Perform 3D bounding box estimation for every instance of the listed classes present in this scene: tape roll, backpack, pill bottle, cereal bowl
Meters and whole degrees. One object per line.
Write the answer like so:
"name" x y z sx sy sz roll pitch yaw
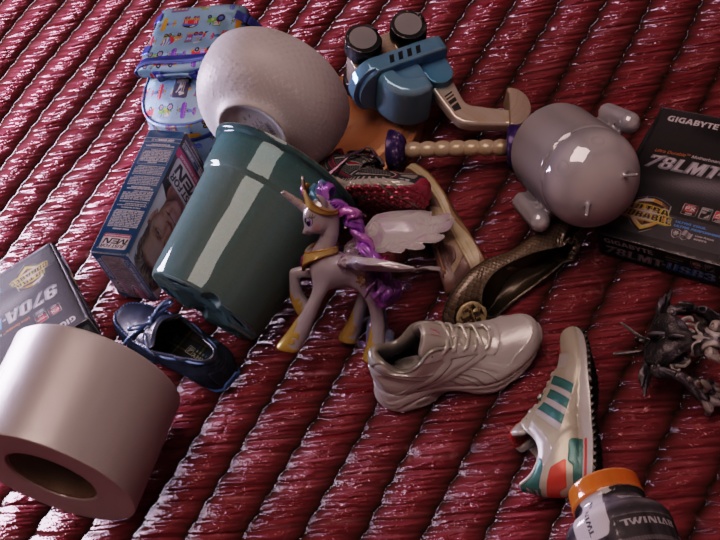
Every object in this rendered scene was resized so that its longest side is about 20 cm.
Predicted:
"tape roll" -0.316 0.170 1.406 0.201 0.203 0.140 6 56 24
"backpack" -0.220 -0.245 1.726 0.181 0.135 0.201 5 60 25
"pill bottle" 0.252 0.283 1.167 0.106 0.106 0.201 -19 50 6
"cereal bowl" -0.117 -0.196 1.559 0.199 0.201 0.084 7 49 25

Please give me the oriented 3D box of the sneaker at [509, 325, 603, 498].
"sneaker" 0.199 0.145 1.313 0.093 0.070 0.201 -7 53 14

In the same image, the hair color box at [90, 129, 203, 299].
"hair color box" -0.267 -0.073 1.635 0.060 0.100 0.201 6 57 23

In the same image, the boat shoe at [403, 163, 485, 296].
"boat shoe" 0.083 -0.047 1.504 0.072 0.072 0.201 -29 54 0

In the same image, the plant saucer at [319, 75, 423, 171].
"plant saucer" -0.016 -0.188 1.671 0.199 0.032 0.201 -10 51 13

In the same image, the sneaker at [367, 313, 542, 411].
"sneaker" 0.100 0.088 1.374 0.199 0.100 0.078 -21 50 5

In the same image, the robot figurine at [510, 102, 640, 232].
"robot figurine" 0.242 -0.119 1.426 0.170 0.113 0.200 -50 26 10

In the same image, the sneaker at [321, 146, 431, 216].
"sneaker" 0.010 -0.111 1.522 0.199 0.081 0.075 12 69 50

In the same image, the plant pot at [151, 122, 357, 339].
"plant pot" -0.136 -0.037 1.511 0.199 0.200 0.197 21 72 32

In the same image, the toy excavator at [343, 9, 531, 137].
"toy excavator" 0.092 -0.226 1.604 0.193 0.100 0.201 -20 64 -14

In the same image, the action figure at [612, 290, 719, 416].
"action figure" 0.357 0.085 1.284 0.199 0.102 0.119 -2 58 52

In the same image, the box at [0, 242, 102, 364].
"box" -0.448 0.075 1.628 0.199 0.046 0.159 -32 50 -5

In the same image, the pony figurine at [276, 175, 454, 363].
"pony figurine" 0.000 0.000 1.416 0.192 0.201 0.167 8 22 5

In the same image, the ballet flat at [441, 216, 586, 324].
"ballet flat" 0.178 0.007 1.431 0.199 0.068 0.046 -34 42 -14

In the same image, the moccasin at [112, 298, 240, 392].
"moccasin" -0.225 0.075 1.528 0.199 0.068 0.081 19 63 31

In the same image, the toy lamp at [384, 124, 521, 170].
"toy lamp" 0.132 -0.151 1.563 0.199 0.058 0.059 2 55 14

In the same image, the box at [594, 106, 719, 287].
"box" 0.394 -0.083 1.426 0.199 0.050 0.199 18 64 31
